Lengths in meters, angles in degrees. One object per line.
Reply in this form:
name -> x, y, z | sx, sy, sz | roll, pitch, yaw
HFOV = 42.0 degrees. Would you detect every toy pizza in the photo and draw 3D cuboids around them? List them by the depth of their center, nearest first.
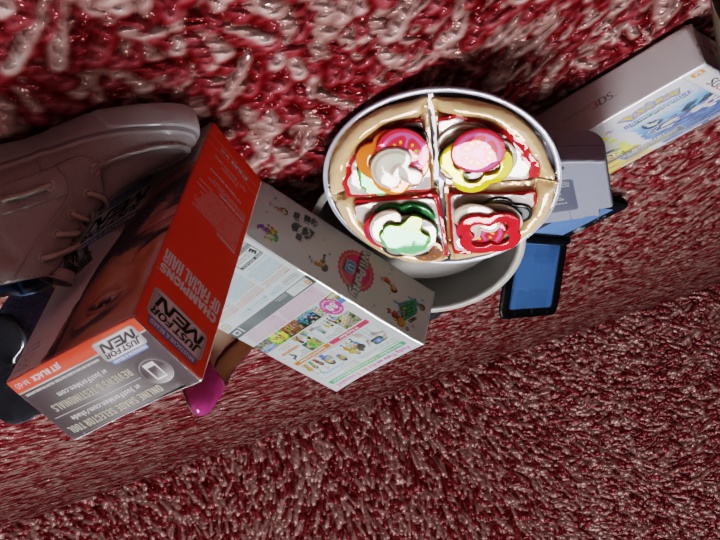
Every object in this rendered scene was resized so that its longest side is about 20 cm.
toy pizza -> 0.066, -0.065, 0.772 | 0.197, 0.032, 0.201 | 3, 140, 2

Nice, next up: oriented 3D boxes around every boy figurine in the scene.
boy figurine -> -0.212, 0.023, 0.680 | 0.064, 0.125, 0.200 | -32, -165, 17

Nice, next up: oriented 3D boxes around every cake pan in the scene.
cake pan -> 0.052, -0.038, 0.860 | 0.197, 0.037, 0.202 | 4, 138, 3

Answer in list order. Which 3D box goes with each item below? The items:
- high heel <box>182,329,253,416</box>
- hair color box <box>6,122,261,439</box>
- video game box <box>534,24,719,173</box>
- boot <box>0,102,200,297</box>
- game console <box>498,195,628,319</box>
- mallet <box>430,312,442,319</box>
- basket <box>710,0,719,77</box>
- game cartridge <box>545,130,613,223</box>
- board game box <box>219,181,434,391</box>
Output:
high heel -> -0.139, 0.080, 1.028 | 0.095, 0.068, 0.201 | -19, -149, 12
hair color box -> -0.140, 0.000, 0.614 | 0.110, 0.201, 0.064 | -26, 124, 25
video game box -> 0.269, -0.154, 0.918 | 0.199, 0.047, 0.181 | -30, 161, 35
boot -> -0.188, -0.035, 0.594 | 0.198, 0.097, 0.074 | -18, 167, -9
game console -> 0.287, -0.021, 1.314 | 0.175, 0.118, 0.199 | -28, 165, 31
mallet -> 0.099, -0.004, 0.960 | 0.065, 0.041, 0.200 | -9, 153, -44
basket -> 0.339, -0.189, 0.703 | 0.180, 0.137, 0.199 | -43, 155, 19
game cartridge -> 0.135, -0.081, 0.888 | 0.197, 0.042, 0.133 | -7, 153, 16
board game box -> -0.055, 0.023, 0.869 | 0.199, 0.065, 0.147 | 32, 141, -22
